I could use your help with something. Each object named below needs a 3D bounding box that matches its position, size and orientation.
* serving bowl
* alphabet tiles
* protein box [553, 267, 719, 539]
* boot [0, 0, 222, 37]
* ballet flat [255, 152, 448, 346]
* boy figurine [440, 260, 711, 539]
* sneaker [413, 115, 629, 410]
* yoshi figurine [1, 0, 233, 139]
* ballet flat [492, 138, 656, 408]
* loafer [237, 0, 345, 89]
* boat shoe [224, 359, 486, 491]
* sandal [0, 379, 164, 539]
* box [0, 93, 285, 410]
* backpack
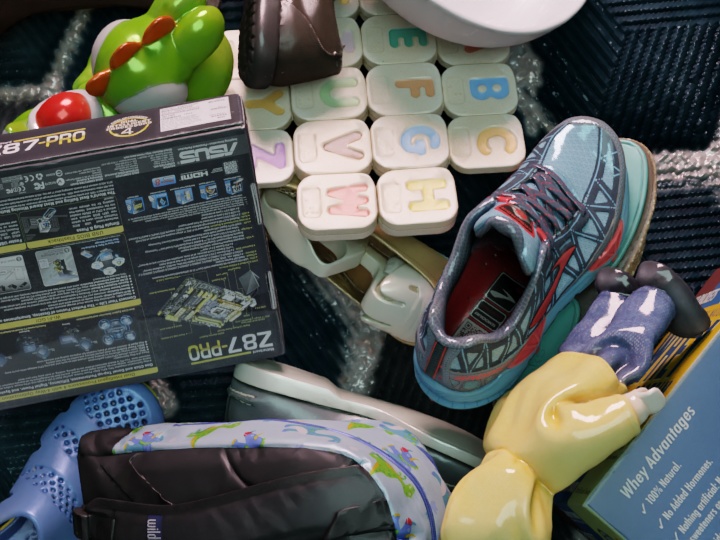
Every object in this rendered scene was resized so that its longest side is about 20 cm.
[{"bbox_3d":[0.056,-0.226,0.907,0.198,0.066,0.203,14,63,-27],"label":"serving bowl"},{"bbox_3d":[0.004,-0.110,0.899,0.192,0.015,0.203,-3,60,-3],"label":"alphabet tiles"},{"bbox_3d":[0.254,0.128,0.858,0.199,0.135,0.199,40,83,2],"label":"protein box"},{"bbox_3d":[-0.171,-0.186,0.906,0.164,0.072,0.202,21,96,-8],"label":"boot"},{"bbox_3d":[0.000,0.000,0.895,0.199,0.063,0.069,37,127,7],"label":"ballet flat"},{"bbox_3d":[0.118,0.083,0.786,0.064,0.124,0.201,45,64,-18],"label":"boy figurine"},{"bbox_3d":[0.100,-0.014,0.829,0.079,0.096,0.201,26,72,17],"label":"sneaker"},{"bbox_3d":[-0.148,-0.091,0.877,0.200,0.112,0.112,-41,114,17],"label":"yoshi figurine"},{"bbox_3d":[0.138,0.015,0.904,0.070,0.065,0.202,21,80,30],"label":"ballet flat"},{"bbox_3d":[-0.036,-0.200,0.911,0.070,0.073,0.203,9,67,-14],"label":"loafer"},{"bbox_3d":[0.007,0.114,0.886,0.197,0.073,0.063,20,94,3],"label":"boat shoe"},{"bbox_3d":[-0.188,0.151,0.858,0.079,0.087,0.201,34,80,3],"label":"sandal"},{"bbox_3d":[-0.152,-0.007,0.836,0.197,0.049,0.163,-11,121,-3],"label":"box"},{"bbox_3d":[-0.044,0.152,0.802,0.198,0.153,0.166,-15,84,38],"label":"backpack"}]
